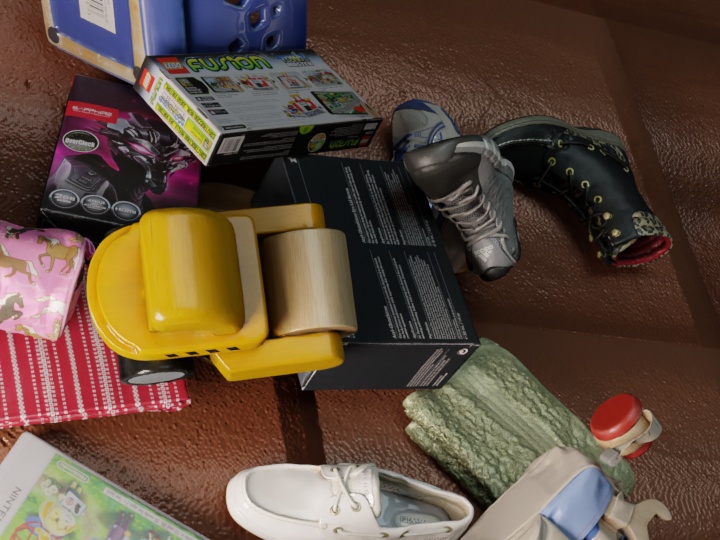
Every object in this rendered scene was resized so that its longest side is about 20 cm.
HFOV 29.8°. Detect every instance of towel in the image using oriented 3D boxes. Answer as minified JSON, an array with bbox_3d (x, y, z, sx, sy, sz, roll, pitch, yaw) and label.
[{"bbox_3d":[-0.242,0.056,1.042,0.200,0.022,0.145,-4,57,-25],"label":"towel"},{"bbox_3d":[0.141,0.156,1.195,0.200,0.036,0.148,45,46,9],"label":"towel"}]

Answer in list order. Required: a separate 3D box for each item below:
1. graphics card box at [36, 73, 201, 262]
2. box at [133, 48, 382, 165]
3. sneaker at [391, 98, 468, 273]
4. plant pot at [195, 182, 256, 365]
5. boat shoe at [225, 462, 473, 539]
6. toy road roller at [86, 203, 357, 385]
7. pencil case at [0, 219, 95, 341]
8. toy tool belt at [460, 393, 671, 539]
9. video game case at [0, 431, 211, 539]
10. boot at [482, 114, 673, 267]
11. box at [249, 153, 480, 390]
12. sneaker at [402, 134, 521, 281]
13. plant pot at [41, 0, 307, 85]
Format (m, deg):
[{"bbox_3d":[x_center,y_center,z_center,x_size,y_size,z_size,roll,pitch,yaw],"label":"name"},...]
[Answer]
[{"bbox_3d":[-0.199,-0.083,1.146,0.125,0.051,0.200,12,40,-11],"label":"graphics card box"},{"bbox_3d":[-0.085,-0.145,1.172,0.200,0.035,0.110,-12,50,-47],"label":"box"},{"bbox_3d":[0.054,-0.090,1.316,0.088,0.075,0.200,4,53,-28],"label":"sneaker"},{"bbox_3d":[-0.108,0.010,1.172,0.200,0.027,0.200,17,48,-20],"label":"plant pot"},{"bbox_3d":[-0.004,0.179,1.065,0.200,0.069,0.071,11,52,-22],"label":"boat shoe"},{"bbox_3d":[-0.099,0.011,0.991,0.200,0.146,0.123,-6,77,-11],"label":"toy road roller"},{"bbox_3d":[-0.302,-0.008,1.000,0.200,0.087,0.083,15,20,-12],"label":"pencil case"},{"bbox_3d":[0.182,0.208,1.088,0.200,0.125,0.123,-44,109,-8],"label":"toy tool belt"},{"bbox_3d":[-0.195,0.230,0.945,0.200,0.022,0.182,32,45,-4],"label":"video game case"},{"bbox_3d":[0.224,-0.081,1.404,0.203,0.073,0.154,2,49,-34],"label":"boot"},{"bbox_3d":[0.000,0.000,1.170,0.141,0.079,0.200,4,52,-31],"label":"box"},{"bbox_3d":[0.104,-0.050,1.196,0.200,0.075,0.116,9,68,-66],"label":"sneaker"},{"bbox_3d":[-0.177,-0.276,1.213,0.200,0.200,0.180,29,46,30],"label":"plant pot"}]
